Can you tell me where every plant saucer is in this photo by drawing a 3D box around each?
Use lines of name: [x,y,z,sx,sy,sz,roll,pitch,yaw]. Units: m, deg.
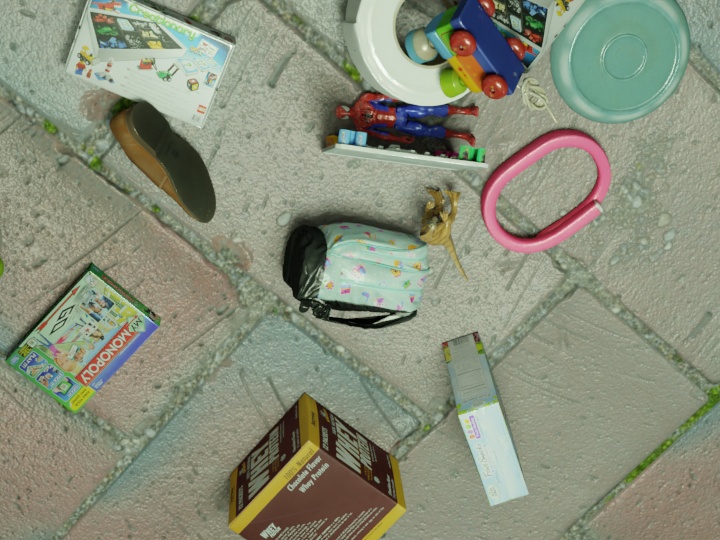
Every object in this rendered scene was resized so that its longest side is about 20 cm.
plant saucer: [0.359,-0.294,1.623,0.196,0.028,0.204,-2,116,-4]

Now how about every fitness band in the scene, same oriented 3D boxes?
fitness band: [0.266,-0.111,1.696,0.199,0.038,0.144,-36,113,11]

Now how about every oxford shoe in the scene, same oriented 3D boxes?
oxford shoe: [-0.269,-0.145,1.631,0.070,0.072,0.201,-9,129,38]

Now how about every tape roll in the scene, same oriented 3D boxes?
tape roll: [0.080,-0.318,1.535,0.199,0.071,0.206,-4,104,-15]

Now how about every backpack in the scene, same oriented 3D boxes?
backpack: [0.000,0.000,1.666,0.196,0.167,0.129,9,110,-15]

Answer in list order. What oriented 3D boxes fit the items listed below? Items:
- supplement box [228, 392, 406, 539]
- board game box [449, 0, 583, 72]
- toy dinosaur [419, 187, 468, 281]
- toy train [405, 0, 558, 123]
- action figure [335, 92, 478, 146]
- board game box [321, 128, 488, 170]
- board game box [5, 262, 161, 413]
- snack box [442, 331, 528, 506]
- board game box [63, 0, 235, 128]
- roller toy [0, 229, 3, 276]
supplement box: [-0.069,0.342,1.829,0.199,0.133,0.198,37,108,-20]
board game box: [0.178,-0.364,1.490,0.200,0.035,0.127,41,87,-21]
toy dinosaur: [0.112,-0.058,1.684,0.059,0.200,0.108,10,84,23]
toy train: [0.150,-0.241,1.482,0.115,0.085,0.200,-10,131,45]
action figure: [0.063,-0.209,1.626,0.196,0.052,0.067,5,107,-4]
board game box: [0.054,-0.158,1.572,0.196,0.200,0.026,7,93,-8]
board game box: [-0.408,0.102,1.746,0.134,0.029,0.200,40,106,-19]
snack box: [0.182,0.216,1.753,0.067,0.201,0.171,-19,115,4]
board game box: [-0.278,-0.285,1.570,0.197,0.035,0.128,21,112,-14]
roller toy: [-0.578,-0.025,1.583,0.179,0.201,0.142,19,112,-7]
